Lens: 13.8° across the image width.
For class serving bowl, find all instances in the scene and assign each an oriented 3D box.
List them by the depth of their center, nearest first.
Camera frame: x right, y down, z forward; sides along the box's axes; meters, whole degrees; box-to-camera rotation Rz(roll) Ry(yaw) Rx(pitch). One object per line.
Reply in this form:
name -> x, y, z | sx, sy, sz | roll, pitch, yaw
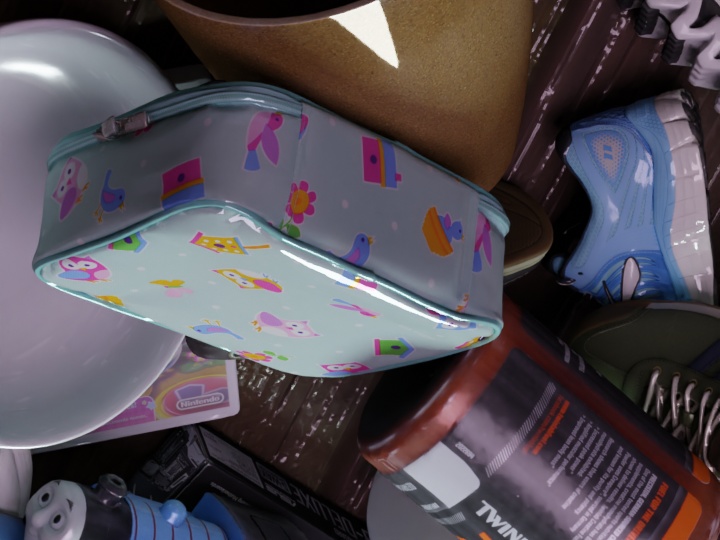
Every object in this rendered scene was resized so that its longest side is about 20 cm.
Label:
serving bowl -> -0.166, -0.020, 1.390 | 0.199, 0.066, 0.201 | -8, 102, -38

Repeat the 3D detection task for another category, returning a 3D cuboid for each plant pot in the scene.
plant pot -> 0.005, -0.120, 1.382 | 0.186, 0.187, 0.200 | -25, 140, -2

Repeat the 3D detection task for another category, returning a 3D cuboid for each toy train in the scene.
toy train -> -0.108, 0.163, 1.484 | 0.200, 0.087, 0.114 | 23, 109, -38

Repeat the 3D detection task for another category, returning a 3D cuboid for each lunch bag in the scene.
lunch bag -> -0.044, -0.015, 1.348 | 0.200, 0.077, 0.160 | 24, 155, -37

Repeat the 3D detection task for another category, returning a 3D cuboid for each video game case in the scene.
video game case -> -0.137, -0.001, 1.486 | 0.143, 0.018, 0.201 | -10, 122, -11

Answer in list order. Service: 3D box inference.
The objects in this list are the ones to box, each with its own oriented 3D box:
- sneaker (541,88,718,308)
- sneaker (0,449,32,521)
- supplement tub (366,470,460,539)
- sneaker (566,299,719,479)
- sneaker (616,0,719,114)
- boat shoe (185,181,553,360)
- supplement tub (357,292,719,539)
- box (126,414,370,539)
sneaker -> 0.141, -0.003, 1.554 | 0.090, 0.078, 0.201 | -5, 119, 7
sneaker -> -0.228, 0.060, 1.442 | 0.100, 0.075, 0.201 | -45, 124, -40
supplement tub -> 0.112, 0.158, 1.585 | 0.140, 0.140, 0.200 | -42, 122, 10
sneaker -> 0.188, 0.071, 1.474 | 0.199, 0.090, 0.067 | 15, 118, 16
sneaker -> 0.215, -0.094, 1.468 | 0.081, 0.075, 0.200 | -39, 88, -8
boat shoe -> 0.000, 0.000, 1.505 | 0.199, 0.073, 0.065 | -8, 142, -19
supplement tub -> 0.102, 0.107, 1.434 | 0.200, 0.107, 0.107 | 40, 103, -12
box -> -0.067, 0.188, 1.602 | 0.200, 0.050, 0.158 | 35, 105, -32
